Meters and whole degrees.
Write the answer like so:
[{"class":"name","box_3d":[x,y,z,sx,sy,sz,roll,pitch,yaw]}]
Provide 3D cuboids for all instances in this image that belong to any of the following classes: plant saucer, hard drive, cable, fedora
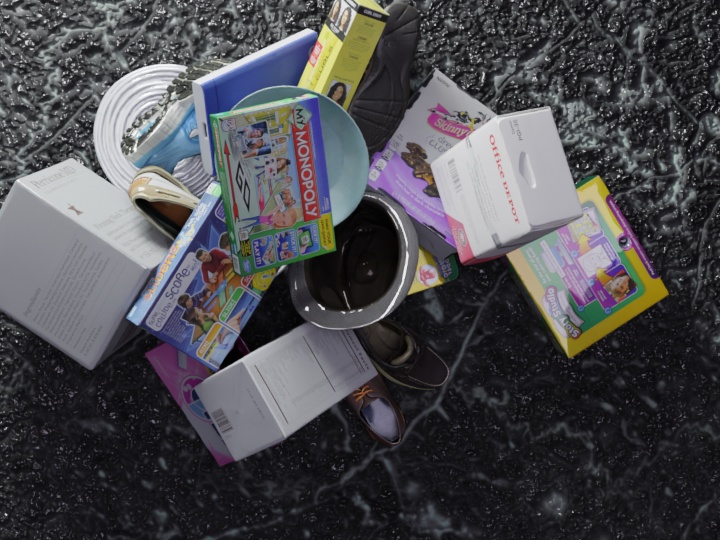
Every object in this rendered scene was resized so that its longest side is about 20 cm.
[{"class":"plant saucer","box_3d":[-0.085,-0.143,1.493,0.201,0.039,0.201,3,115,7]},{"class":"hard drive","box_3d":[-0.130,-0.222,1.534,0.200,0.025,0.132,-33,136,-35]},{"class":"cable","box_3d":[-0.260,-0.179,1.583,0.200,0.069,0.200,-8,94,-6]},{"class":"fedora","box_3d":[0.000,0.000,1.524,0.177,0.090,0.200,-12,63,15]}]

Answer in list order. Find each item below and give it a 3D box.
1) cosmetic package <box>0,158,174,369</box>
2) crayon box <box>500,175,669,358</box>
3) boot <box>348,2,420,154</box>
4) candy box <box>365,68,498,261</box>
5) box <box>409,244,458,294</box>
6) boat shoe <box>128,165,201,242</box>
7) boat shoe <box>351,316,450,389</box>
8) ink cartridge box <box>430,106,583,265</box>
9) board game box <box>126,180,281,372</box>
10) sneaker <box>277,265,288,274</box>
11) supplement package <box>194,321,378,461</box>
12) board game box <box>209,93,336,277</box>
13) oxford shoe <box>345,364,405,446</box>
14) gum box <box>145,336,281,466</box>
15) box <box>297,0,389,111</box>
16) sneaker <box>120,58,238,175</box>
[{"class":"cosmetic package","box_3d":[-0.358,-0.012,1.500,0.200,0.167,0.166,33,109,1]},{"class":"crayon box","box_3d":[0.309,-0.005,1.655,0.172,0.058,0.200,-32,95,-2]},{"class":"boot","box_3d":[0.014,-0.263,1.567,0.073,0.151,0.200,9,103,-18]},{"class":"candy box","box_3d":[0.106,-0.145,1.595,0.168,0.072,0.200,36,71,-6]},{"class":"box","box_3d":[0.028,-0.014,1.632,0.200,0.048,0.117,-17,93,-3]},{"class":"boat shoe","box_3d":[-0.209,-0.053,1.491,0.200,0.068,0.075,31,117,-16]},{"class":"boat shoe","box_3d":[0.050,0.112,1.607,0.200,0.065,0.073,30,82,-27]},{"class":"ink cartridge box","box_3d":[0.180,-0.101,1.462,0.083,0.200,0.147,-14,84,-22]},{"class":"board game box","box_3d":[-0.182,0.009,1.453,0.135,0.034,0.200,38,80,-38]},{"class":"sneaker","box_3d":[-0.170,-0.026,1.583,0.200,0.074,0.118,-33,94,12]},{"class":"supplement package","box_3d":[-0.093,0.143,1.513,0.200,0.110,0.114,-28,89,-48]},{"class":"board game box","box_3d":[-0.104,-0.104,1.429,0.135,0.029,0.200,-16,112,-25]},{"class":"oxford shoe","box_3d":[0.002,0.156,1.623,0.071,0.073,0.200,-37,95,-2]},{"class":"gum box","box_3d":[-0.187,0.163,1.579,0.200,0.113,0.066,57,42,-6]},{"class":"box","box_3d":[-0.034,-0.258,1.507,0.050,0.075,0.200,12,117,-30]},{"class":"sneaker","box_3d":[-0.219,-0.197,1.526,0.200,0.078,0.090,-45,128,-9]}]
